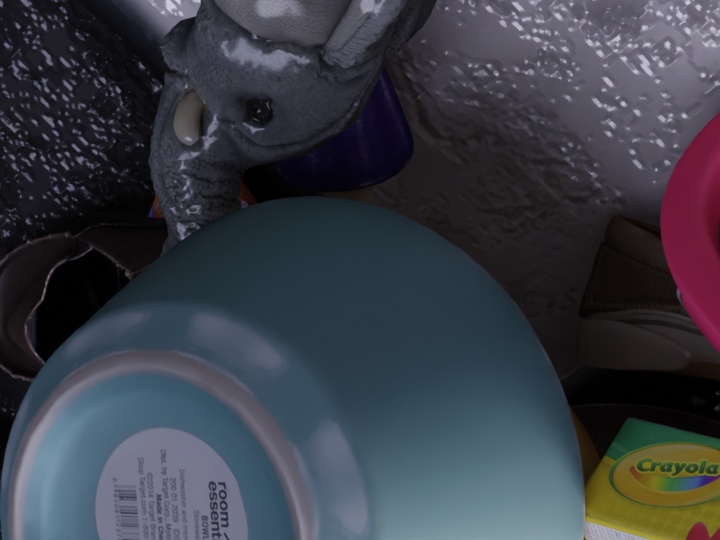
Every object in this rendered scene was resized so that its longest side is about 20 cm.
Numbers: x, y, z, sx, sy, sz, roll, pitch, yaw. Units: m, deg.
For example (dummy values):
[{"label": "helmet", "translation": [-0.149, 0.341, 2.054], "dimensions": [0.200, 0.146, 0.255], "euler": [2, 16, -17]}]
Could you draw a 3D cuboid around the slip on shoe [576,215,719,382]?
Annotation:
[{"label": "slip on shoe", "translation": [0.162, 0.015, 0.770], "dimensions": [0.200, 0.076, 0.061], "euler": [6, 89, 52]}]

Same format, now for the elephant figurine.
[{"label": "elephant figurine", "translation": [-0.029, -0.108, 0.756], "dimensions": [0.155, 0.141, 0.200], "euler": [-24, 100, 50]}]

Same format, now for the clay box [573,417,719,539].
[{"label": "clay box", "translation": [0.176, 0.118, 0.673], "dimensions": [0.200, 0.048, 0.115], "euler": [11, 143, 36]}]

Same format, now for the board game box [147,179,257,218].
[{"label": "board game box", "translation": [-0.078, 0.049, 0.914], "dimensions": [0.103, 0.019, 0.200], "euler": [54, 137, 27]}]

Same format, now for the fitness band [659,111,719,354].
[{"label": "fitness band", "translation": [0.184, -0.007, 0.700], "dimensions": [0.144, 0.200, 0.037], "euler": [-35, 129, 0]}]

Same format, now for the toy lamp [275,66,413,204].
[{"label": "toy lamp", "translation": [0.000, 0.000, 0.865], "dimensions": [0.058, 0.058, 0.200], "euler": [4, 122, 21]}]

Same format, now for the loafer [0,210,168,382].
[{"label": "loafer", "translation": [-0.113, 0.010, 0.875], "dimensions": [0.200, 0.071, 0.073], "euler": [-14, 88, 53]}]

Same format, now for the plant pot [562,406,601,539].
[{"label": "plant pot", "translation": [0.019, 0.101, 0.798], "dimensions": [0.200, 0.142, 0.201], "euler": [3, 96, 30]}]

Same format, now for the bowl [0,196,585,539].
[{"label": "bowl", "translation": [-0.039, 0.078, 0.688], "dimensions": [0.200, 0.105, 0.201], "euler": [3, 97, 30]}]

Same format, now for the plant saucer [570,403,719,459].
[{"label": "plant saucer", "translation": [0.117, 0.144, 0.907], "dimensions": [0.200, 0.035, 0.201], "euler": [8, 128, 10]}]
